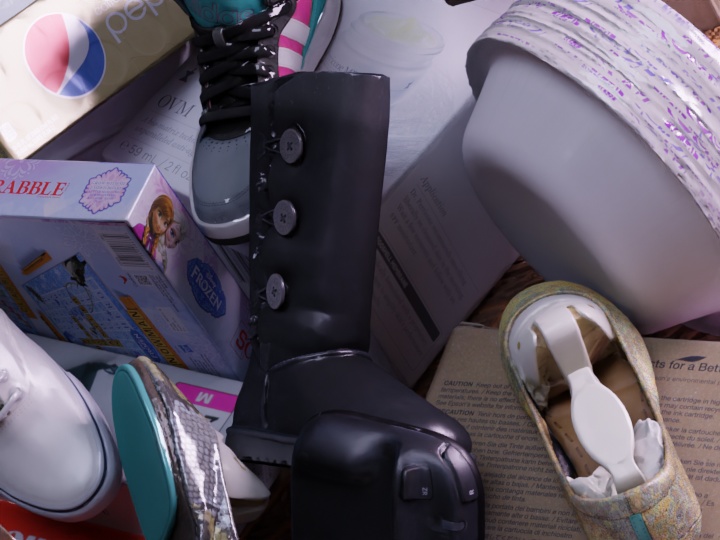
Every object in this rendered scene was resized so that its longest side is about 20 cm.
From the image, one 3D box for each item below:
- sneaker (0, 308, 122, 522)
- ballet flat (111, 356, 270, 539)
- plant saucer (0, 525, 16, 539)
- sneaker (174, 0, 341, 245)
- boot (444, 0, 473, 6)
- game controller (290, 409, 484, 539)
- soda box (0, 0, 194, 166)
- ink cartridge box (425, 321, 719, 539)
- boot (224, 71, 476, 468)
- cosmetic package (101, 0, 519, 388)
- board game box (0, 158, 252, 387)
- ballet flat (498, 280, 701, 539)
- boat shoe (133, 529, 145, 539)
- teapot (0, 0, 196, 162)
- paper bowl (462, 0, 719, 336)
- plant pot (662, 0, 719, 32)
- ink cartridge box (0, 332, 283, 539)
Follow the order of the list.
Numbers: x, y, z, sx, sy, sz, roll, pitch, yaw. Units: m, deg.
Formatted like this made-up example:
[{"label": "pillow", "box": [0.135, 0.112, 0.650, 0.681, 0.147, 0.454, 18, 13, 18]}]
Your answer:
[{"label": "sneaker", "box": [-0.203, 0.051, 1.375, 0.073, 0.071, 0.200, -46, 72, 1]}, {"label": "ballet flat", "box": [-0.074, 0.135, 1.323, 0.072, 0.072, 0.201, -21, 64, 13]}, {"label": "plant saucer", "box": [-0.237, 0.206, 1.367, 0.200, 0.201, 0.037, -6, 12, 26]}, {"label": "sneaker", "box": [-0.068, -0.122, 1.423, 0.083, 0.121, 0.201, -9, 49, 24]}, {"label": "boot", "box": [0.047, -0.201, 1.459, 0.064, 0.187, 0.201, 6, 50, -17]}, {"label": "game controller", "box": [0.011, 0.165, 1.264, 0.104, 0.201, 0.042, 16, 24, 41]}, {"label": "soda box", "box": [-0.154, -0.127, 1.496, 0.200, 0.068, 0.064, -41, 7, -34]}, {"label": "ink cartridge box", "box": [0.116, 0.115, 1.316, 0.199, 0.075, 0.165, 3, 53, 33]}, {"label": "boot", "box": [-0.001, 0.000, 1.327, 0.164, 0.065, 0.201, 2, 83, 46]}, {"label": "cosmetic package", "box": [0.001, -0.072, 1.516, 0.199, 0.123, 0.200, 25, 66, 42]}, {"label": "board game box", "box": [-0.154, 0.016, 1.471, 0.199, 0.200, 0.041, 4, 54, 32]}, {"label": "ballet flat", "box": [0.107, 0.058, 1.271, 0.070, 0.071, 0.200, -27, 43, 6]}, {"label": "boat shoe", "box": [-0.159, 0.128, 1.473, 0.071, 0.064, 0.200, -45, 45, -12]}, {"label": "teapot", "box": [-0.166, -0.098, 1.621, 0.200, 0.197, 0.146, -37, 77, 28]}, {"label": "paper bowl", "box": [0.130, -0.048, 1.360, 0.104, 0.201, 0.200, -43, 44, -11]}, {"label": "plant pot", "box": [0.133, -0.220, 1.508, 0.092, 0.201, 0.201, -17, 46, 12]}, {"label": "ink cartridge box", "box": [-0.160, 0.113, 1.409, 0.199, 0.044, 0.174, 12, 41, 21]}]
